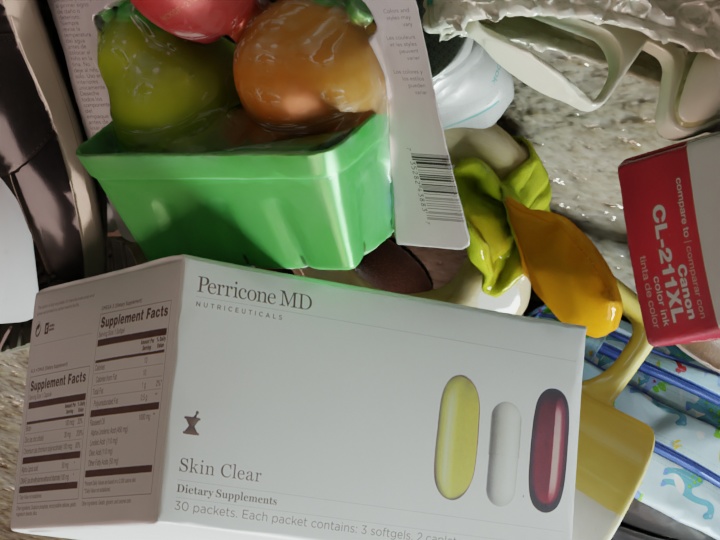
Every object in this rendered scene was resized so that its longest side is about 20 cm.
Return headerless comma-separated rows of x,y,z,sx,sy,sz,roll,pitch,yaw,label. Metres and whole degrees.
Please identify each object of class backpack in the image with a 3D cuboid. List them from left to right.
0.136,0.095,1.502,0.200,0.154,0.163,36,159,7,backpack

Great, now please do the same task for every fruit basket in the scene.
-0.049,-0.102,1.099,0.185,0.201,0.094,0,-159,34,fruit basket

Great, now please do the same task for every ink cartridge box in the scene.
0.224,-0.027,1.080,0.145,0.083,0.200,-4,174,-34,ink cartridge box

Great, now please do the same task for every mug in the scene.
0.052,0.087,1.371,0.153,0.187,0.149,34,144,-2,mug

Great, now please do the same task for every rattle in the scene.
0.000,0.000,1.243,0.199,0.143,0.130,5,131,-18,rattle

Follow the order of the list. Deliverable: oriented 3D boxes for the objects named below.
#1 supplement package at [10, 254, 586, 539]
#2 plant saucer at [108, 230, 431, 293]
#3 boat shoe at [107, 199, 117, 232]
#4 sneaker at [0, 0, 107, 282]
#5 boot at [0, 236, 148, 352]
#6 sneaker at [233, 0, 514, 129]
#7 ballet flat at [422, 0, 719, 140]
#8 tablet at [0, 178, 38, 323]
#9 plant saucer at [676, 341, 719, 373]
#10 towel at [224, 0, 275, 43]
-0.027,0.069,1.178,0.199,0.111,0.156,10,169,-28,supplement package
-0.059,0.001,1.528,0.199,0.032,0.200,13,161,4,plant saucer
-0.154,-0.094,1.279,0.199,0.068,0.074,48,-171,-39,boat shoe
-0.176,-0.073,1.175,0.106,0.075,0.201,-14,122,3,sneaker
-0.099,0.018,1.414,0.181,0.073,0.200,8,-177,40,boot
-0.023,-0.068,1.217,0.200,0.071,0.080,-10,154,30,sneaker
0.112,-0.089,1.101,0.199,0.072,0.072,19,160,-12,ballet flat
-0.221,-0.045,1.251,0.130,0.014,0.200,-3,134,-3,tablet
0.248,0.025,1.357,0.200,0.035,0.200,14,161,5,plant saucer
-0.043,-0.098,1.261,0.086,0.018,0.200,0,156,38,towel
